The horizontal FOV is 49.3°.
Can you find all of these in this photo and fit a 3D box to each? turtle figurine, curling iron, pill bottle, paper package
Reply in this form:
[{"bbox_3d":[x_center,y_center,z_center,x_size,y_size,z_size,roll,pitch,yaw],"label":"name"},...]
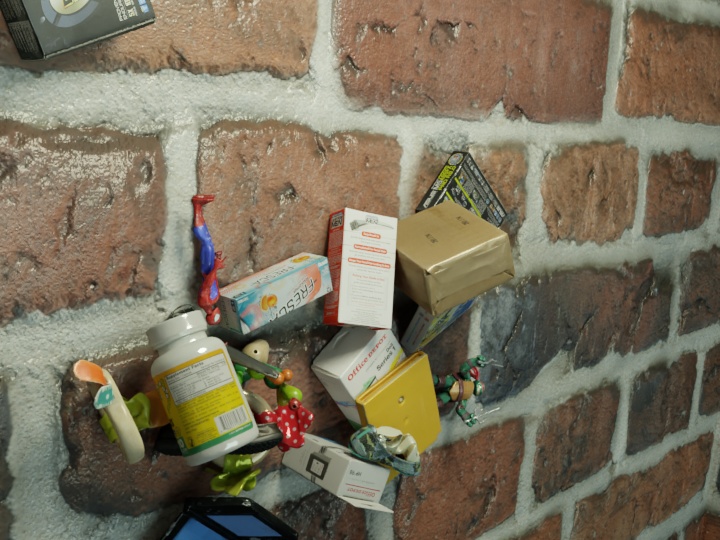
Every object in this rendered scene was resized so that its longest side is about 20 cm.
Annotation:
[{"bbox_3d":[0.214,0.258,1.675,0.199,0.101,0.151,-2,86,-28],"label":"turtle figurine"},{"bbox_3d":[-0.208,0.109,1.182,0.050,0.199,0.026,-54,165,-26],"label":"curling iron"},{"bbox_3d":[-0.231,0.165,1.118,0.112,0.113,0.201,-20,85,-39],"label":"pill bottle"},{"bbox_3d":[0.153,-0.028,1.447,0.190,0.200,0.104,-23,121,-19],"label":"paper package"}]

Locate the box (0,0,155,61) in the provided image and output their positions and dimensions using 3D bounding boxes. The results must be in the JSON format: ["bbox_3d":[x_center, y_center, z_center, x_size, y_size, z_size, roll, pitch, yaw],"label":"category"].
[{"bbox_3d":[-0.371,-0.382,0.971,0.163,0.086,0.201,-32,121,-34],"label":"box"}]

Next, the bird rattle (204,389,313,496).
[{"bbox_3d":[-0.184,0.267,1.282,0.163,0.113,0.200,45,77,-7],"label":"bird rattle"}]

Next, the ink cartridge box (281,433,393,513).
[{"bbox_3d":[-0.031,0.355,1.390,0.116,0.199,0.067,27,82,-44],"label":"ink cartridge box"}]

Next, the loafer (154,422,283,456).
[{"bbox_3d":[-0.218,0.244,1.214,0.073,0.199,0.072,94,-6,-66],"label":"loafer"}]

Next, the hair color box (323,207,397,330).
[{"bbox_3d":[0.000,0.000,1.386,0.110,0.064,0.201,9,80,-29],"label":"hair color box"}]

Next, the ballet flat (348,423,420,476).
[{"bbox_3d":[0.063,0.319,1.401,0.200,0.074,0.075,29,79,-47],"label":"ballet flat"}]

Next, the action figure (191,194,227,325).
[{"bbox_3d":[-0.232,-0.013,1.206,0.051,0.065,0.201,-1,103,-13],"label":"action figure"}]

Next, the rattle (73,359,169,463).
[{"bbox_3d":[-0.309,0.171,1.098,0.142,0.130,0.201,-13,134,-16],"label":"rattle"}]

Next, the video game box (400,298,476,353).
[{"bbox_3d":[0.180,0.059,1.564,0.200,0.047,0.183,-35,158,-33],"label":"video game box"}]

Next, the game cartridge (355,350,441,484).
[{"bbox_3d":[0.076,0.278,1.481,0.176,0.032,0.201,-33,125,-33],"label":"game cartridge"}]

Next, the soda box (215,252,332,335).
[{"bbox_3d":[-0.141,0.034,1.300,0.199,0.068,0.064,-27,117,-38],"label":"soda box"}]

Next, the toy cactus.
[{"bbox_3d":[-0.179,0.161,1.252,0.165,0.199,0.103,-63,166,-73],"label":"toy cactus"}]

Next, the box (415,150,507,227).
[{"bbox_3d":[0.213,-0.122,1.622,0.161,0.044,0.200,-56,131,-18],"label":"box"}]

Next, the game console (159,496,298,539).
[{"bbox_3d":[-0.220,0.454,1.272,0.200,0.175,0.117,58,32,-50],"label":"game console"}]

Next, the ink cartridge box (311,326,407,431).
[{"bbox_3d":[0.018,0.202,1.482,0.145,0.084,0.200,-49,129,-24],"label":"ink cartridge box"}]
